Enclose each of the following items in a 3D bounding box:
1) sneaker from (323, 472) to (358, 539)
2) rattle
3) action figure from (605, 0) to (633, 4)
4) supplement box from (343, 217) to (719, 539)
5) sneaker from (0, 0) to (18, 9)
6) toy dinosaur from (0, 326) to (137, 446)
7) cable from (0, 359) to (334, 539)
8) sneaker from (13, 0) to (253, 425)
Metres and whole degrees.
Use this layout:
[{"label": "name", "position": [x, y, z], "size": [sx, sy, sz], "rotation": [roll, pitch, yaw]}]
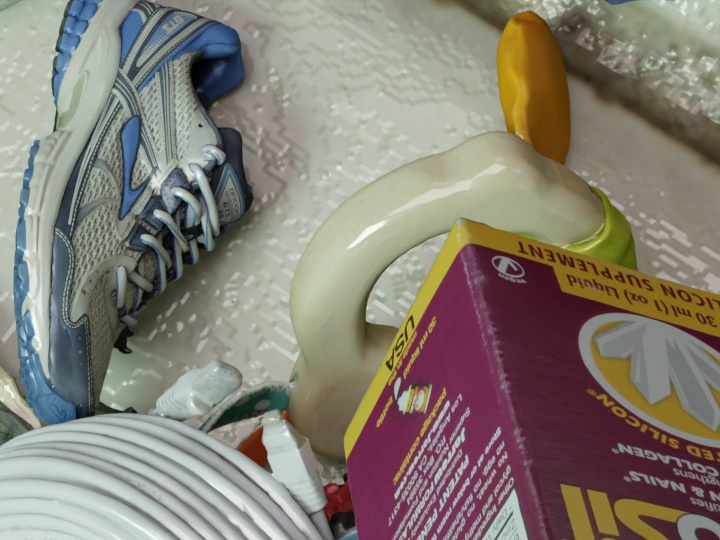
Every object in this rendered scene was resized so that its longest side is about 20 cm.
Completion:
[{"label": "sneaker", "position": [0.051, 0.105, 0.907], "size": [0.200, 0.079, 0.096], "rotation": [-23, 94, -4]}, {"label": "rattle", "position": [0.000, 0.000, 0.965], "size": [0.200, 0.130, 0.143], "rotation": [-40, 56, 25]}, {"label": "action figure", "position": [0.057, -0.171, 0.938], "size": [0.193, 0.200, 0.105], "rotation": [-3, 75, 16]}, {"label": "supplement box", "position": [0.079, 0.090, 0.769], "size": [0.131, 0.103, 0.200], "rotation": [16, 31, -19]}, {"label": "sneaker", "position": [-0.145, -0.171, 1.001], "size": [0.200, 0.146, 0.081], "rotation": [-15, 71, 6]}, {"label": "toy dinosaur", "position": [-0.129, 0.059, 0.982], "size": [0.088, 0.047, 0.200], "rotation": [-24, 67, 10]}, {"label": "cable", "position": [-0.080, 0.150, 0.877], "size": [0.200, 0.069, 0.200], "rotation": [-23, 93, 36]}, {"label": "sneaker", "position": [-0.085, -0.029, 0.970], "size": [0.085, 0.077, 0.200], "rotation": [8, 57, 0]}]
